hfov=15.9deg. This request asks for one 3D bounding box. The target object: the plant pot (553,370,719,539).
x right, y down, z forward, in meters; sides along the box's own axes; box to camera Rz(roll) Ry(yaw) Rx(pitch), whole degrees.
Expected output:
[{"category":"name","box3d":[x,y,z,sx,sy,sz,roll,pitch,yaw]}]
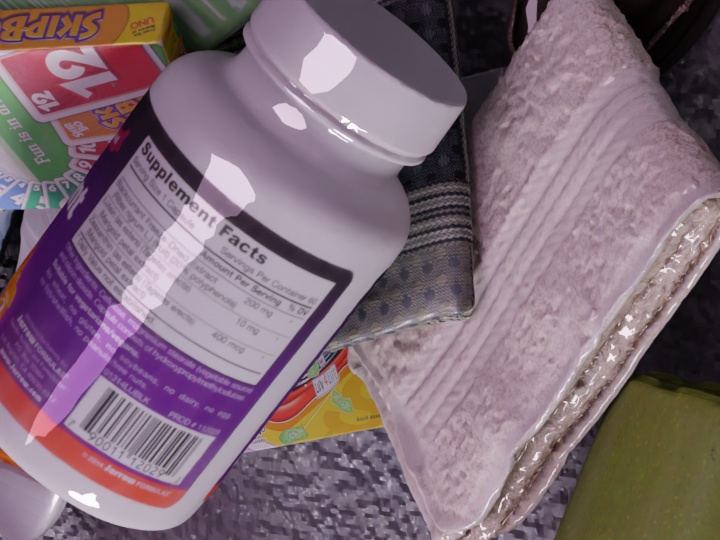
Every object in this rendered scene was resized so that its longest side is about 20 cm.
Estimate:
[{"category":"plant pot","box3d":[0.136,0.142,0.962,0.200,0.200,0.191,15,92,30]}]

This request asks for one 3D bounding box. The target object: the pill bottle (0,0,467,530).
[{"category":"pill bottle","box3d":[-0.052,-0.011,0.957,0.111,0.111,0.200,45,108,20]}]

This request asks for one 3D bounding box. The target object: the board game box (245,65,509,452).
[{"category":"board game box","box3d":[0.000,0.000,1.100,0.200,0.034,0.135,-14,89,34]}]

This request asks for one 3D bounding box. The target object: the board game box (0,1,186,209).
[{"category":"board game box","box3d":[-0.162,-0.062,1.016,0.199,0.030,0.096,0,142,13]}]

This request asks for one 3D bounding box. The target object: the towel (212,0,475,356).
[{"category":"towel","box3d":[-0.038,-0.048,1.049,0.200,0.034,0.193,-17,70,34]}]

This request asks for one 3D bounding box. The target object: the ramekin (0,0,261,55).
[{"category":"ramekin","box3d":[-0.087,-0.168,1.040,0.200,0.200,0.098,-22,127,33]}]

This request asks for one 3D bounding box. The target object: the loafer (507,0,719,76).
[{"category":"loafer","box3d":[0.115,-0.142,0.983,0.073,0.071,0.200,46,118,19]}]

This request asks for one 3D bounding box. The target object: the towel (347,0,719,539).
[{"category":"towel","box3d":[0.061,0.001,0.979,0.200,0.034,0.133,-59,40,31]}]

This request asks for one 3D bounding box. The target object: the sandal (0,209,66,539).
[{"category":"sandal","box3d":[-0.122,0.028,1.165,0.079,0.059,0.207,30,111,43]}]

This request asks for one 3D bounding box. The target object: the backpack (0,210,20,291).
[{"category":"backpack","box3d":[-0.259,-0.061,1.166,0.200,0.190,0.155,26,110,28]}]
